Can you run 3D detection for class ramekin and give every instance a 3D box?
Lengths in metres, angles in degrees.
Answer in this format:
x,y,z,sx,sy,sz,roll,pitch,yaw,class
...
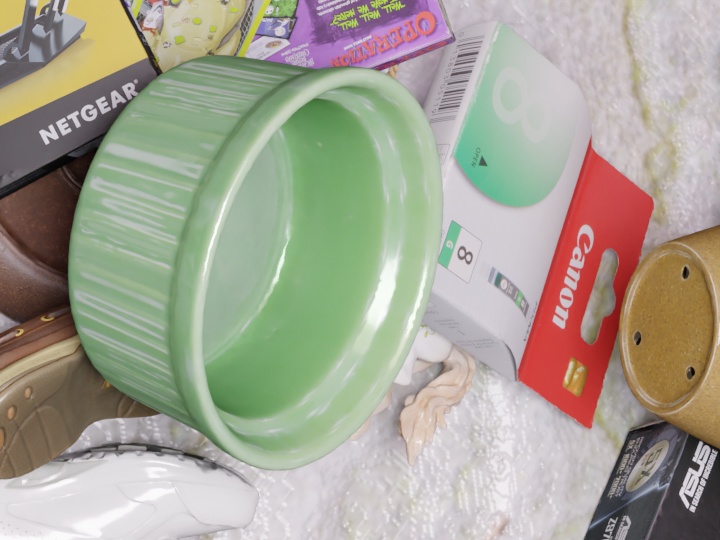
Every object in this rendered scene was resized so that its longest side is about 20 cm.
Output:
x,y,z,sx,sy,sz,roll,pitch,yaw,class
-0.053,-0.011,1.032,0.199,0.097,0.202,-30,128,-47,ramekin

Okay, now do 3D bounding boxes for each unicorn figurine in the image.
x,y,z,sx,sy,sz,roll,pitch,yaw,class
0.000,0.000,1.179,0.137,0.074,0.201,-38,110,-33,unicorn figurine

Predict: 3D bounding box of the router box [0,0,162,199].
x,y,z,sx,sy,sz,roll,pitch,yaw,class
-0.217,-0.111,1.073,0.199,0.052,0.158,-28,91,1,router box

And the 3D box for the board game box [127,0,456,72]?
x,y,z,sx,sy,sz,roll,pitch,yaw,class
-0.061,-0.143,1.107,0.198,0.032,0.121,-20,83,9,board game box

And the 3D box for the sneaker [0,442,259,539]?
x,y,z,sx,sy,sz,roll,pitch,yaw,class
-0.151,0.142,1.090,0.198,0.078,0.100,0,88,-14,sneaker

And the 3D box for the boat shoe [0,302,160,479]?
x,y,z,sx,sy,sz,roll,pitch,yaw,class
-0.141,0.041,1.083,0.199,0.067,0.073,-24,132,-45,boat shoe

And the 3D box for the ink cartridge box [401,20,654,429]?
x,y,z,sx,sy,sz,roll,pitch,yaw,class
0.104,-0.021,1.192,0.199,0.050,0.162,33,66,-33,ink cartridge box

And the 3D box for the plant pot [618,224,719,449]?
x,y,z,sx,sy,sz,roll,pitch,yaw,class
0.249,0.038,1.150,0.198,0.186,0.188,6,78,-26,plant pot

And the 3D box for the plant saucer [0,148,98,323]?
x,y,z,sx,sy,sz,roll,pitch,yaw,class
-0.145,-0.063,1.145,0.198,0.034,0.202,4,80,-21,plant saucer

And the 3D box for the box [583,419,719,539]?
x,y,z,sx,sy,sz,roll,pitch,yaw,class
0.203,0.211,1.206,0.163,0.086,0.201,31,70,-13,box
